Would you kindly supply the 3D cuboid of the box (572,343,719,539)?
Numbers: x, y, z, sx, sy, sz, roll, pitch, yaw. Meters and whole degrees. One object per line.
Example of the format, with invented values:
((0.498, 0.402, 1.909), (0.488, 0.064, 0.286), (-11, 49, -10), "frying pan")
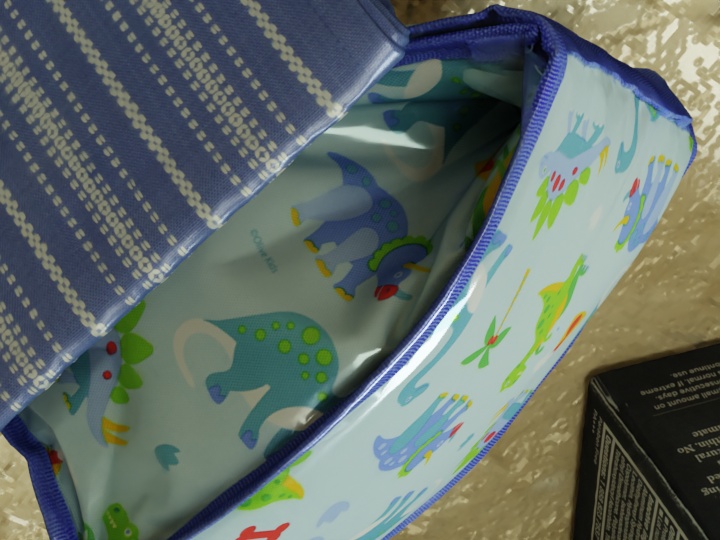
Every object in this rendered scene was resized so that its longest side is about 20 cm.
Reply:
((0.172, 0.162, 0.941), (0.122, 0.199, 0.201), (-12, 131, -16), "box")

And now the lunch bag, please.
((0.000, 0.000, 0.742), (0.199, 0.128, 0.170), (-36, 166, 14), "lunch bag")

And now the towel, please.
((-0.094, -0.047, 0.689), (0.200, 0.145, 0.024), (-42, 158, 13), "towel")
